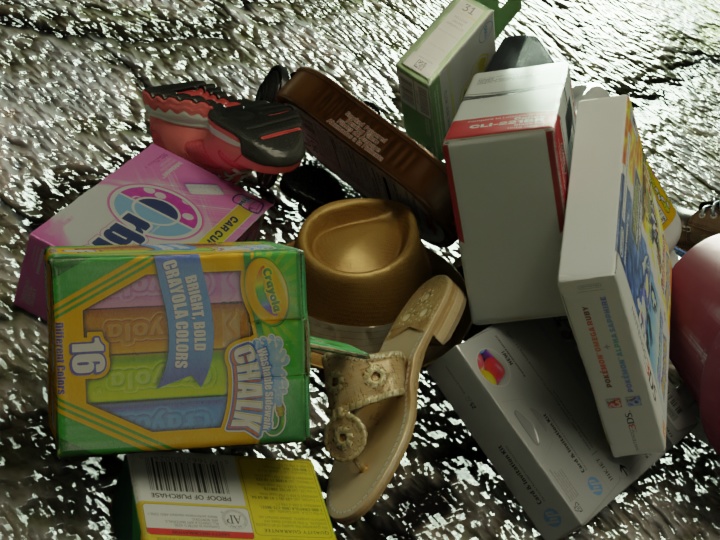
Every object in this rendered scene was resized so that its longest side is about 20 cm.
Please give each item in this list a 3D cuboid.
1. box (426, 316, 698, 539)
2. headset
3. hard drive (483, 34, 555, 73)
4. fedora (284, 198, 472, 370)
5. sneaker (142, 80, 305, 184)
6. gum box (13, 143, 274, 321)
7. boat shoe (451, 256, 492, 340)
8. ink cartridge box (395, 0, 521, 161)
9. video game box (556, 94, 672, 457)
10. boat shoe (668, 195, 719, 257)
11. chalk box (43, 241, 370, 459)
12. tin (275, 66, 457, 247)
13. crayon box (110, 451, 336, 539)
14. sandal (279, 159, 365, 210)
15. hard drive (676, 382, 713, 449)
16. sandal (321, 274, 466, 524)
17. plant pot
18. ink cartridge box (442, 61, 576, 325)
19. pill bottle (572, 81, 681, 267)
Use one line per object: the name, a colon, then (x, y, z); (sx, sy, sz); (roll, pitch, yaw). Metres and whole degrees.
box: (0.159, 0.096, 1.117); (0.156, 0.041, 0.200); (55, 39, 7)
headset: (-0.049, -0.132, 1.377); (0.123, 0.094, 0.200); (22, 16, 8)
hard drive: (0.186, -0.123, 1.405); (0.200, 0.042, 0.135); (59, 28, -16)
fedora: (0.000, 0.000, 1.148); (0.200, 0.082, 0.201); (6, 33, -4)
sneaker: (-0.109, -0.098, 1.217); (0.074, 0.087, 0.200); (-15, 26, -34)
gum box: (-0.157, -0.017, 1.120); (0.113, 0.066, 0.200); (26, 32, 8)
boat shoe: (0.115, -0.001, 1.256); (0.073, 0.075, 0.200); (20, 31, -5)
ink cartridge box: (0.114, -0.219, 1.428); (0.048, 0.146, 0.200); (34, 72, 21)
video game box: (0.191, 0.003, 1.084); (0.047, 0.182, 0.200); (-5, 42, 18)
boat shoe: (0.347, -0.034, 1.429); (0.200, 0.072, 0.072); (33, 30, 5)
chalk box: (-0.097, 0.044, 0.939); (0.200, 0.124, 0.124); (-3, 3, -14)
tin: (0.010, -0.092, 1.214); (0.200, 0.042, 0.112); (38, -8, 20)
crayon box: (-0.071, 0.195, 0.873); (0.127, 0.051, 0.200); (7, 34, -22)
sandal: (-0.003, -0.059, 1.309); (0.075, 0.045, 0.200); (45, 24, 24)
hard drive: (0.364, 0.146, 1.233); (0.200, 0.027, 0.132); (36, 35, 21)
sandal: (0.003, 0.071, 1.023); (0.070, 0.078, 0.212); (43, 51, -20)
plant pot: (0.331, 0.060, 1.159); (0.200, 0.200, 0.179); (6, 20, -24)
ink cartridge box: (0.125, -0.065, 1.133); (0.084, 0.144, 0.200); (-6, 20, 13)
pill bottle: (0.216, -0.059, 1.305); (0.200, 0.104, 0.104); (58, 30, -13)
